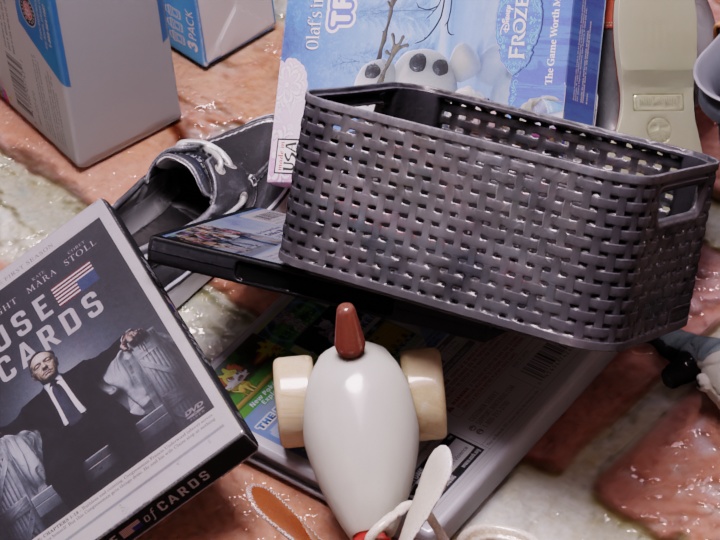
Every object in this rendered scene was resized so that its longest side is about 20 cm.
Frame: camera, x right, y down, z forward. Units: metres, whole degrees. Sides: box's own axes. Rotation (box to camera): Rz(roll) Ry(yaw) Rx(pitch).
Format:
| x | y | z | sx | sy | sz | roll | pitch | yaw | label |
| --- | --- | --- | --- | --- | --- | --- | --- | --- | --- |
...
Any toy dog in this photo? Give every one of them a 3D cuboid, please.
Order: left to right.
| x | y | z | sx | sy | sz | roll | pitch | yaw | label |
| --- | --- | --- | --- | --- | --- | --- | --- | --- | --- |
| 0.003 | 0.097 | 1.240 | 0.131 | 0.097 | 0.200 | -22 | 47 | -10 | toy dog |

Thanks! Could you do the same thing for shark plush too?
| x | y | z | sx | sy | sz | roll | pitch | yaw | label |
| --- | --- | --- | --- | --- | --- | --- | --- | --- | --- |
| 0.235 | 0.072 | 1.326 | 0.199 | 0.091 | 0.083 | 7 | 19 | 43 | shark plush |

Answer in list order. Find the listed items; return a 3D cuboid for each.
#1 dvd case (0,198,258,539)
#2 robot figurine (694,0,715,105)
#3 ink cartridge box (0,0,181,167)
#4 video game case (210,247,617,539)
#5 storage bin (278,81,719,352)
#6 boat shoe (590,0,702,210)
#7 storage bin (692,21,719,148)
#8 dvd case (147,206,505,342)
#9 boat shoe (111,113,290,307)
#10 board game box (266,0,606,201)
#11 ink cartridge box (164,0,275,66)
| x | y | z | sx | sy | sz | roll | pitch | yaw | label |
| --- | --- | --- | --- | --- | --- | --- | --- | --- | --- |
| -0.158 | 0.069 | 1.323 | 0.150 | 0.025 | 0.200 | -36 | 51 | 1 | dvd case |
| 0.134 | -0.129 | 1.493 | 0.199 | 0.113 | 0.170 | -20 | 79 | -16 | robot figurine |
| -0.209 | -0.183 | 1.564 | 0.084 | 0.145 | 0.200 | -30 | 48 | -25 | ink cartridge box |
| 0.025 | 0.055 | 1.369 | 0.182 | 0.022 | 0.200 | 25 | 51 | 29 | video game case |
| 0.072 | -0.032 | 1.285 | 0.199 | 0.094 | 0.135 | 17 | 14 | 25 | storage bin |
| 0.157 | -0.077 | 1.409 | 0.071 | 0.201 | 0.063 | 2 | 1 | -16 | boat shoe |
| 0.276 | -0.093 | 1.423 | 0.145 | 0.135 | 0.200 | 23 | 48 | 28 | storage bin |
| 0.000 | 0.000 | 1.349 | 0.199 | 0.018 | 0.143 | 14 | 13 | 19 | dvd case |
| -0.098 | -0.045 | 1.457 | 0.072 | 0.068 | 0.200 | 26 | 51 | 30 | boat shoe |
| 0.046 | -0.142 | 1.418 | 0.198 | 0.201 | 0.043 | 4 | -4 | 35 | board game box |
| -0.150 | -0.234 | 1.638 | 0.068 | 0.115 | 0.200 | -33 | 48 | -28 | ink cartridge box |
